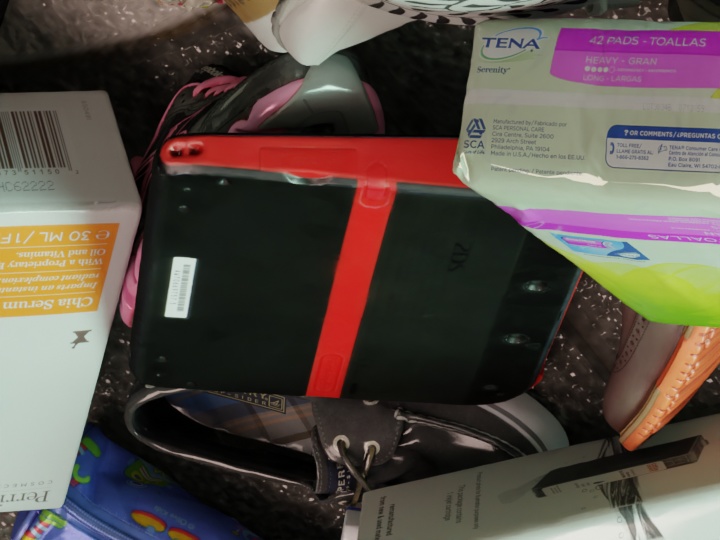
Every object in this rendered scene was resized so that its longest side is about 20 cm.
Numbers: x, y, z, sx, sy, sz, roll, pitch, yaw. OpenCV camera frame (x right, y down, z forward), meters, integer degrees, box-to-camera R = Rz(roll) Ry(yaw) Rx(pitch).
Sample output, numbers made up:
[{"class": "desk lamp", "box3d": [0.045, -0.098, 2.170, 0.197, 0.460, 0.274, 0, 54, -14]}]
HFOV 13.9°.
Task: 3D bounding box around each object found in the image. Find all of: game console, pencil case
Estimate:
[{"class": "game console", "box3d": [0.000, 0.000, 1.181, 0.177, 0.031, 0.200, 4, 152, -5]}, {"class": "pencil case", "box3d": [-0.066, 0.145, 1.364, 0.200, 0.078, 0.087, 28, 167, 5]}]

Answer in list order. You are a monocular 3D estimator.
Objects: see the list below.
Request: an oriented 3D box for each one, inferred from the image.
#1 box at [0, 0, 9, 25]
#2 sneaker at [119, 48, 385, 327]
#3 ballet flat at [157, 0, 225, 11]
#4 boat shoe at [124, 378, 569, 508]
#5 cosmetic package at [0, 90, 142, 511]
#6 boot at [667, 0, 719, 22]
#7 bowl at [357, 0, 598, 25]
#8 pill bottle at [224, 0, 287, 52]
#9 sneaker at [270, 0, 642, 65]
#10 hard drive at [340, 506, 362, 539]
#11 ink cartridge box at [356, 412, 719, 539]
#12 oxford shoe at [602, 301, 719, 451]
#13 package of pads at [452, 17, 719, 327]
[{"class": "box", "box3d": [-0.263, -0.075, 1.300, 0.164, 0.086, 0.200, 29, 131, 5]}, {"class": "sneaker", "box3d": [-0.053, -0.051, 1.201, 0.079, 0.095, 0.200, 5, 153, -24]}, {"class": "ballet flat", "box3d": [-0.119, -0.158, 1.149, 0.200, 0.064, 0.076, 36, 112, -24]}, {"class": "boat shoe", "box3d": [-0.011, 0.073, 1.295, 0.200, 0.066, 0.070, 16, 129, 16]}, {"class": "cosmetic package", "box3d": [-0.165, 0.018, 1.261, 0.101, 0.071, 0.200, -3, 139, -20]}, {"class": "boot", "box3d": [0.217, -0.128, 1.035, 0.204, 0.073, 0.154, 17, 126, 13]}, {"class": "bowl", "box3d": [0.033, -0.161, 0.912, 0.201, 0.094, 0.201, 2, 110, 6]}, {"class": "pill bottle", "box3d": [-0.053, -0.189, 1.095, 0.114, 0.114, 0.200, -31, 105, 39]}, {"class": "sneaker", "box3d": [0.061, -0.118, 1.012, 0.200, 0.075, 0.087, -28, 98, 13]}, {"class": "hard drive", "box3d": [0.082, 0.181, 1.298, 0.200, 0.025, 0.132, 10, 113, -1]}, {"class": "ink cartridge box", "box3d": [0.112, 0.149, 1.223, 0.200, 0.084, 0.144, -13, 109, 9]}, {"class": "oxford shoe", "box3d": [0.127, -0.018, 1.168, 0.073, 0.071, 0.200, 29, 123, 16]}, {"class": "package of pads", "box3d": [0.141, -0.029, 1.000, 0.154, 0.068, 0.200, 4, 168, 25]}]
